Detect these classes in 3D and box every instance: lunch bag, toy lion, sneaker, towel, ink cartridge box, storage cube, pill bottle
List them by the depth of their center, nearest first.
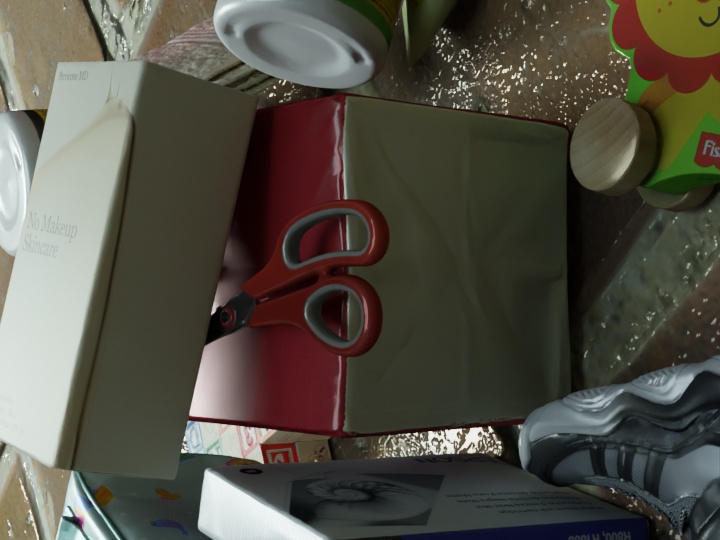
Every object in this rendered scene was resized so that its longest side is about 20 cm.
[{"bbox_3d":[0.185,-0.115,0.612,0.200,0.068,0.193,25,102,55],"label":"toy lion"},{"bbox_3d":[0.152,0.109,0.633,0.200,0.075,0.114,-26,65,51],"label":"sneaker"},{"bbox_3d":[0.045,0.138,0.684,0.200,0.199,0.041,14,100,57],"label":"ink cartridge box"},{"bbox_3d":[0.000,0.000,0.757,0.179,0.199,0.172,-2,87,50],"label":"storage cube"},{"bbox_3d":[-0.091,0.179,0.783,0.200,0.160,0.077,33,116,53],"label":"lunch bag"},{"bbox_3d":[-0.016,-0.228,0.842,0.111,0.111,0.201,-12,59,56],"label":"pill bottle"},{"bbox_3d":[-0.107,-0.161,0.998,0.200,0.132,0.035,16,132,56],"label":"towel"},{"bbox_3d":[-0.182,-0.073,1.036,0.111,0.199,0.112,17,111,56],"label":"pill bottle"}]

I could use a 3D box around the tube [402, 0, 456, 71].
[{"bbox_3d":[0.065,-0.220,0.804,0.052,0.058,0.200,41,132,16],"label":"tube"}]

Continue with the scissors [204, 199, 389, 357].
[{"bbox_3d":[-0.057,0.013,0.663,0.200,0.014,0.074,-11,84,45],"label":"scissors"}]

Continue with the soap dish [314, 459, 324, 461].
[{"bbox_3d":[0.020,0.231,0.830,0.200,0.081,0.158,32,116,53],"label":"soap dish"}]

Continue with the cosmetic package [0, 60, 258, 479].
[{"bbox_3d":[-0.127,-0.002,0.684,0.103,0.073,0.201,9,87,52],"label":"cosmetic package"}]

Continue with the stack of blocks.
[{"bbox_3d":[-0.061,0.106,0.980,0.200,0.058,0.116,-43,54,48],"label":"stack of blocks"}]
